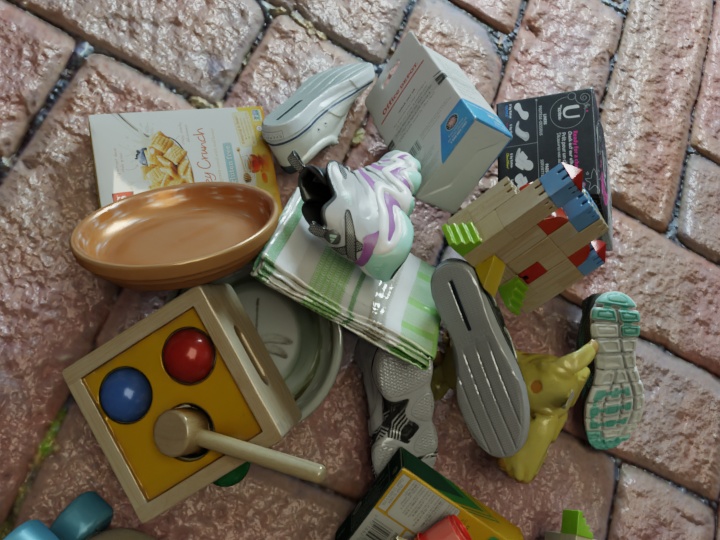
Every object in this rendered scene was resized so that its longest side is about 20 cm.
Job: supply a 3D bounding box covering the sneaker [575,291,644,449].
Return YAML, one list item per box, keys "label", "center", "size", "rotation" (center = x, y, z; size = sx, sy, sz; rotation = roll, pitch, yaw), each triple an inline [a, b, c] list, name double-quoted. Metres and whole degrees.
- label: "sneaker"
  center: [0.309, 0.122, 0.919]
  size: [0.076, 0.091, 0.205]
  rotation: [1, 99, -2]

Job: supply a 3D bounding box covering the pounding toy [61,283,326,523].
- label: "pounding toy"
  center: [-0.145, 0.131, 0.674]
  size: [0.182, 0.142, 0.202]
  rotation: [-31, 86, 5]

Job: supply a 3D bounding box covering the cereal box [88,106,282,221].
- label: "cereal box"
  center: [-0.195, -0.107, 0.815]
  size: [0.196, 0.039, 0.147]
  rotation: [-9, 78, -22]

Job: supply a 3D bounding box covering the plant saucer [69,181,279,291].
- label: "plant saucer"
  center: [-0.174, -0.034, 0.699]
  size: [0.197, 0.200, 0.038]
  rotation: [-17, 119, -23]

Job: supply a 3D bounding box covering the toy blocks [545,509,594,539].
- label: "toy blocks"
  center: [0.270, 0.391, 0.824]
  size: [0.135, 0.100, 0.204]
  rotation: [21, 68, -23]

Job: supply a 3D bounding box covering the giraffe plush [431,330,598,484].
- label: "giraffe plush"
  center: [0.161, 0.127, 0.832]
  size: [0.160, 0.201, 0.174]
  rotation: [29, 68, 21]

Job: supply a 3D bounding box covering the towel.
- label: "towel"
  center: [0.000, 0.000, 0.742]
  size: [0.197, 0.031, 0.150]
  rotation: [28, 41, -6]

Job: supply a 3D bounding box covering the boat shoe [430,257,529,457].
- label: "boat shoe"
  center: [0.130, 0.082, 0.735]
  size: [0.071, 0.071, 0.204]
  rotation: [-13, 88, -61]

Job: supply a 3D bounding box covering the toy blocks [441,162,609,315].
- label: "toy blocks"
  center: [0.186, -0.038, 0.742]
  size: [0.199, 0.136, 0.101]
  rotation: [35, 28, -45]

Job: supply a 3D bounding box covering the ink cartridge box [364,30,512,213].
- label: "ink cartridge box"
  center: [0.085, -0.182, 0.868]
  size: [0.067, 0.117, 0.202]
  rotation: [15, 36, -35]

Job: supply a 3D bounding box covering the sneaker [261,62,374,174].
- label: "sneaker"
  center: [-0.047, -0.189, 0.884]
  size: [0.200, 0.072, 0.072]
  rotation: [-45, 134, -36]

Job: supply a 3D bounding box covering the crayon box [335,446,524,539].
- label: "crayon box"
  center: [0.086, 0.298, 0.769]
  size: [0.198, 0.052, 0.127]
  rotation: [36, 101, -7]

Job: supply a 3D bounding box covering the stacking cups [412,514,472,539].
- label: "stacking cups"
  center: [0.023, 0.314, 0.723]
  size: [0.199, 0.061, 0.061]
  rotation: [-40, 90, 3]

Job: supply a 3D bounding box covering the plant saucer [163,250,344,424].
- label: "plant saucer"
  center: [-0.112, 0.070, 0.768]
  size: [0.195, 0.050, 0.205]
  rotation: [0, 90, 5]

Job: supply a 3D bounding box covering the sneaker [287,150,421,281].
- label: "sneaker"
  center: [-0.012, -0.089, 0.746]
  size: [0.138, 0.078, 0.202]
  rotation: [27, 33, -14]

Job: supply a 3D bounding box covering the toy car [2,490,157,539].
- label: "toy car"
  center: [-0.255, 0.341, 0.631]
  size: [0.183, 0.177, 0.201]
  rotation: [38, 95, 8]

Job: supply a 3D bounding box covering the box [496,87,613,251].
- label: "box"
  center: [0.241, -0.107, 0.876]
  size: [0.112, 0.200, 0.135]
  rotation: [-6, 72, 23]

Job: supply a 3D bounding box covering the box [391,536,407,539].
- label: "box"
  center: [0.052, 0.339, 0.697]
  size: [0.199, 0.021, 0.164]
  rotation: [32, 103, -34]

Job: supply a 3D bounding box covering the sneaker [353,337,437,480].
- label: "sneaker"
  center: [0.038, 0.143, 0.812]
  size: [0.073, 0.115, 0.204]
  rotation: [-5, 112, -10]
